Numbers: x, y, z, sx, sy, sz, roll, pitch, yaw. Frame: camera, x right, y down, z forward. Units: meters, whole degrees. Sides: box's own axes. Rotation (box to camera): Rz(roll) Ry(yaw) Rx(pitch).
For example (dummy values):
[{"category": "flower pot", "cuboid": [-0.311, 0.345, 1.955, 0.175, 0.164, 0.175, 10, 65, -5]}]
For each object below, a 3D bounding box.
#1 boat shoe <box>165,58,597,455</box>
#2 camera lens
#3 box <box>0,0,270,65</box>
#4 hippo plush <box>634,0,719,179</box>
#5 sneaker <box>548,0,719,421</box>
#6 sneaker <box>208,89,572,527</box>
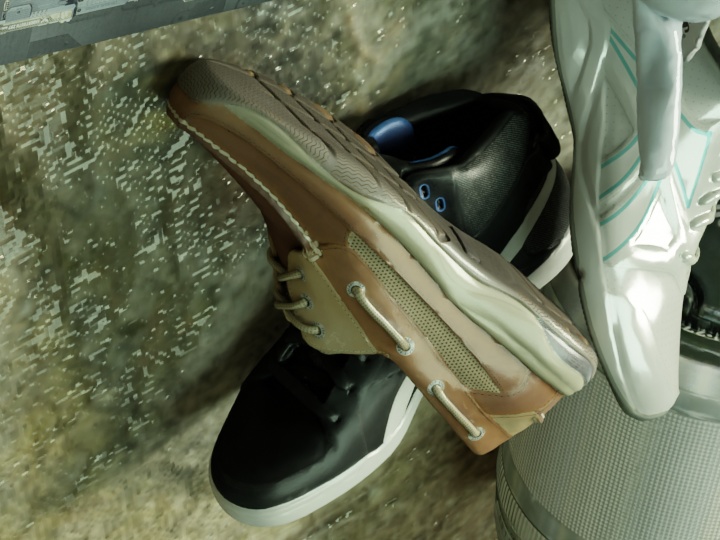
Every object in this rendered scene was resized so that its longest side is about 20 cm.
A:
[{"category": "boat shoe", "cuboid": [0.000, 0.000, 1.111, 0.200, 0.076, 0.072, 40, 99, -17]}, {"category": "camera lens", "cuboid": [0.147, 0.063, 1.313, 0.159, 0.160, 0.201, -20, 138, -33]}, {"category": "box", "cuboid": [-0.082, -0.165, 0.941, 0.157, 0.051, 0.201, -18, 137, -36]}, {"category": "hippo plush", "cuboid": [0.086, -0.176, 0.988, 0.200, 0.160, 0.160, -58, -170, 43]}, {"category": "sneaker", "cuboid": [0.119, -0.040, 1.171, 0.080, 0.070, 0.202, -4, 97, 4]}, {"category": "sneaker", "cuboid": [0.000, 0.002, 1.186, 0.200, 0.073, 0.112, -45, 143, -17]}]
